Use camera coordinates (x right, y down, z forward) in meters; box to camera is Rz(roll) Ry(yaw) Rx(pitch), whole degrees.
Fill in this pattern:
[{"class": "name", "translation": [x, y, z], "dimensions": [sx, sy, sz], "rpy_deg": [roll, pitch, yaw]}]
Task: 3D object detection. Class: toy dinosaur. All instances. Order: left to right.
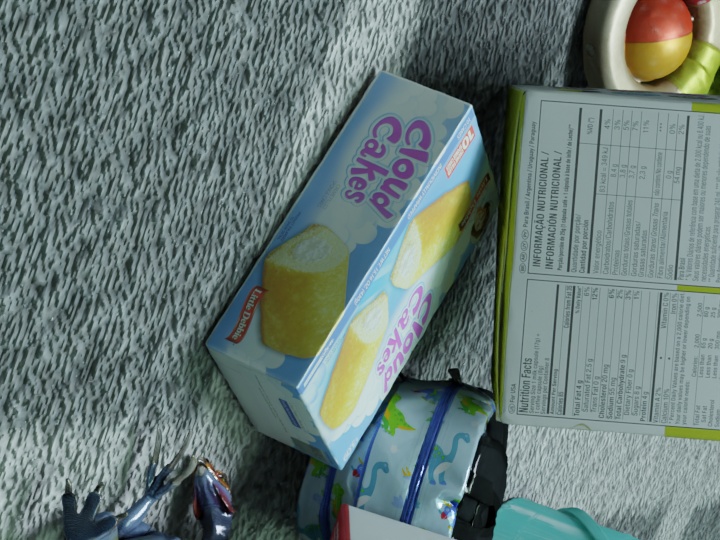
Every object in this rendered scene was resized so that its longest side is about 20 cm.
[{"class": "toy dinosaur", "translation": [-0.126, 0.152, 1.278], "dimensions": [0.199, 0.106, 0.182], "rpy_deg": [-24, 170, 3]}]

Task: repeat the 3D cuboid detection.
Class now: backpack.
[{"class": "backpack", "translation": [0.031, 0.137, 1.470], "dimensions": [0.200, 0.153, 0.164], "rpy_deg": [-170, -77, -82]}]

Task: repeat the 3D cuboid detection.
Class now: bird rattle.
[{"class": "bird rattle", "translation": [0.224, -0.177, 1.654], "dimensions": [0.162, 0.112, 0.201], "rpy_deg": [-21, 128, -37]}]

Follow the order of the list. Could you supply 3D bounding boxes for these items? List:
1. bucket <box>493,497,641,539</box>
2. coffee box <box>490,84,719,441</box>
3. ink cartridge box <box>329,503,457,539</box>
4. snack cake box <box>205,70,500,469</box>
[{"class": "bucket", "translation": [0.150, 0.284, 1.842], "dimensions": [0.207, 0.134, 0.208], "rpy_deg": [-46, 149, -38]}, {"class": "coffee box", "translation": [0.182, -0.010, 1.462], "dimensions": [0.200, 0.196, 0.202], "rpy_deg": [-74, 167, -85]}, {"class": "ink cartridge box", "translation": [-0.003, 0.255, 1.324], "dimensions": [0.144, 0.083, 0.201], "rpy_deg": [-93, -158, -76]}, {"class": "snack cake box", "translation": [0.000, 0.000, 1.372], "dimensions": [0.201, 0.067, 0.115], "rpy_deg": [-59, 154, -18]}]
